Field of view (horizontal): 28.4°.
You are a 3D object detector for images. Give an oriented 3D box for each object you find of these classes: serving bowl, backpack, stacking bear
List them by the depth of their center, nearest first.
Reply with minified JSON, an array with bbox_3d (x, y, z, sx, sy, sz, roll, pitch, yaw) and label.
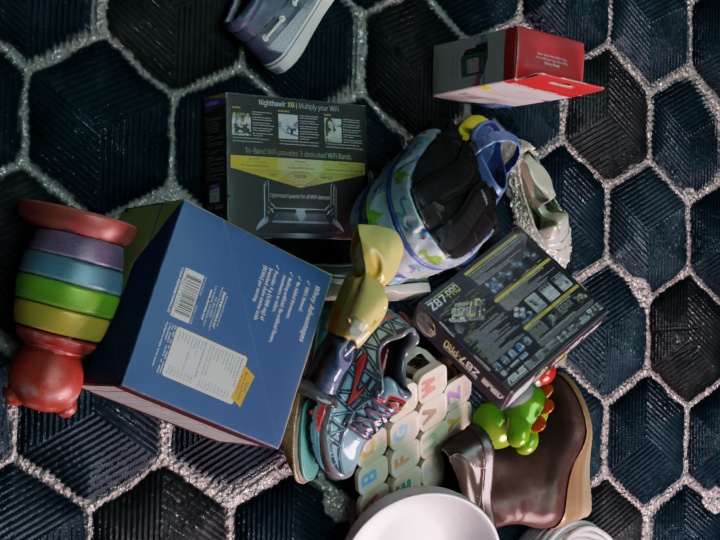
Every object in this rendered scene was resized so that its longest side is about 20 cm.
[{"bbox_3d":[-0.298,0.041,1.420,0.120,0.113,0.203,15,86,-27],"label":"stacking bear"},{"bbox_3d":[0.074,-0.067,1.640,0.165,0.152,0.200,64,15,-15],"label":"backpack"},{"bbox_3d":[0.064,0.337,1.682,0.197,0.066,0.203,-5,112,-13],"label":"serving bowl"}]

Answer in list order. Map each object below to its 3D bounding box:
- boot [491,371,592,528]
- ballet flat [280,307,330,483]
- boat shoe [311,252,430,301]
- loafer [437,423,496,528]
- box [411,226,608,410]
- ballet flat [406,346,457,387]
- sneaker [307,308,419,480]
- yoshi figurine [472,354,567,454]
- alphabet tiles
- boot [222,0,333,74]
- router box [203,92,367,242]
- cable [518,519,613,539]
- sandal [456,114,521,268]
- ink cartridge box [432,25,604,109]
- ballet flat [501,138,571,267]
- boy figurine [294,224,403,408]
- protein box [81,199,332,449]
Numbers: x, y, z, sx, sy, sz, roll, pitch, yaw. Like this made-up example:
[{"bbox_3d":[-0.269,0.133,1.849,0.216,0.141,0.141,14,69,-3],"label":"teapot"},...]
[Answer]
[{"bbox_3d":[0.216,0.229,1.822,0.164,0.072,0.203,2,73,-29],"label":"boot"},{"bbox_3d":[-0.073,0.137,1.614,0.070,0.064,0.203,18,77,-66],"label":"ballet flat"},{"bbox_3d":[0.000,0.000,1.676,0.198,0.072,0.063,3,75,-40],"label":"boat shoe"},{"bbox_3d":[0.120,0.285,1.742,0.070,0.073,0.203,-11,110,-24],"label":"loafer"},{"bbox_3d":[0.184,0.055,1.744,0.161,0.049,0.199,44,55,15],"label":"box"},{"bbox_3d":[0.037,0.106,1.694,0.199,0.063,0.069,25,29,-39],"label":"ballet flat"},{"bbox_3d":[0.008,0.139,1.581,0.079,0.095,0.203,18,87,-52],"label":"sneaker"},{"bbox_3d":[0.185,0.142,1.779,0.111,0.112,0.202,18,50,-9],"label":"yoshi figurine"},{"bbox_3d":[0.068,0.211,1.702,0.194,0.015,0.203,-26,127,-35],"label":"alphabet tiles"},{"bbox_3d":[-0.077,-0.331,1.618,0.090,0.072,0.202,39,67,-36],"label":"boot"},{"bbox_3d":[-0.083,-0.113,1.619,0.198,0.052,0.160,1,88,-38],"label":"router box"},{"bbox_3d":[0.265,0.426,1.859,0.198,0.069,0.203,24,73,-35],"label":"cable"},{"bbox_3d":[0.146,-0.101,1.774,0.079,0.087,0.203,21,78,-36],"label":"sandal"},{"bbox_3d":[0.192,-0.248,1.742,0.115,0.199,0.068,6,85,-37],"label":"ink cartridge box"},{"bbox_3d":[0.233,-0.082,1.853,0.072,0.071,0.202,-41,113,-30],"label":"ballet flat"},{"bbox_3d":[-0.011,0.046,1.530,0.064,0.124,0.202,23,92,-13],"label":"boy figurine"},{"bbox_3d":[-0.167,0.060,1.498,0.199,0.134,0.201,27,73,-33],"label":"protein box"}]
